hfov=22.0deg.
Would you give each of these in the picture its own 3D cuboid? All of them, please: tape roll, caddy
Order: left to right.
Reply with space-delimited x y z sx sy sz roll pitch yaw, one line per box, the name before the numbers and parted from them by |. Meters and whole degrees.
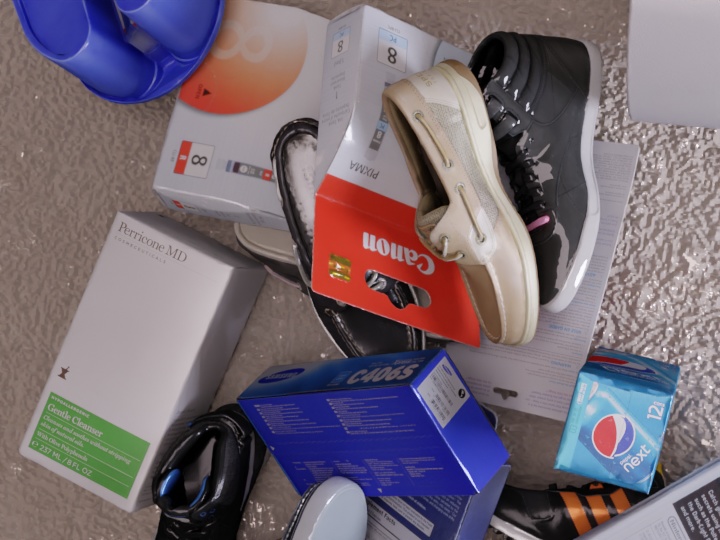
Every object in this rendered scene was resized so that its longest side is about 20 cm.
caddy | -0.181 -0.221 1.374 0.141 0.105 0.201 -32 63 20
tape roll | 0.256 -0.193 1.229 0.138 0.203 0.204 7 93 12

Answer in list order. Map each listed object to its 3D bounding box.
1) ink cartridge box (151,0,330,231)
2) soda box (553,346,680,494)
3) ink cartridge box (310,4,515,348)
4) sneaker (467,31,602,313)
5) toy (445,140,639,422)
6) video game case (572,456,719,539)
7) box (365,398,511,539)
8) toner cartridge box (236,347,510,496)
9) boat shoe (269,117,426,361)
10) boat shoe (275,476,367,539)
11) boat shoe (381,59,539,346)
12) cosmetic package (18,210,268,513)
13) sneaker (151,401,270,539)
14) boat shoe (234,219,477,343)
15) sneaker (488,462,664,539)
ink cartridge box | -0.038 -0.108 1.351 0.199 0.050 0.163 9 72 16
soda box | 0.177 0.097 1.253 0.064 0.200 0.068 14 95 10
ink cartridge box | 0.043 -0.064 1.277 0.047 0.160 0.201 -20 59 46
sneaker | 0.109 -0.074 1.270 0.099 0.071 0.201 12 73 -27
toy | 0.135 0.004 1.334 0.115 0.047 0.201 10 85 37
video game case | 0.261 0.236 1.283 0.181 0.023 0.201 -28 94 -9
box | 0.042 0.175 1.335 0.121 0.032 0.201 32 107 51
toner cartridge box | 0.005 0.110 1.298 0.200 0.043 0.095 -9 118 51
boat shoe | -0.009 -0.011 1.289 0.074 0.060 0.201 -19 92 2
boat shoe | -0.061 0.222 1.349 0.091 0.071 0.201 32 121 32
boat shoe | 0.065 -0.037 1.240 0.065 0.072 0.201 -23 106 -22
cosmetic package | -0.162 0.066 1.394 0.107 0.085 0.201 24 98 15
sneaker | -0.133 0.194 1.375 0.073 0.112 0.201 19 95 15
boat shoe | 0.000 0.000 1.363 0.199 0.057 0.067 25 78 15
sneaker | 0.177 0.172 1.328 0.199 0.070 0.090 21 90 7
